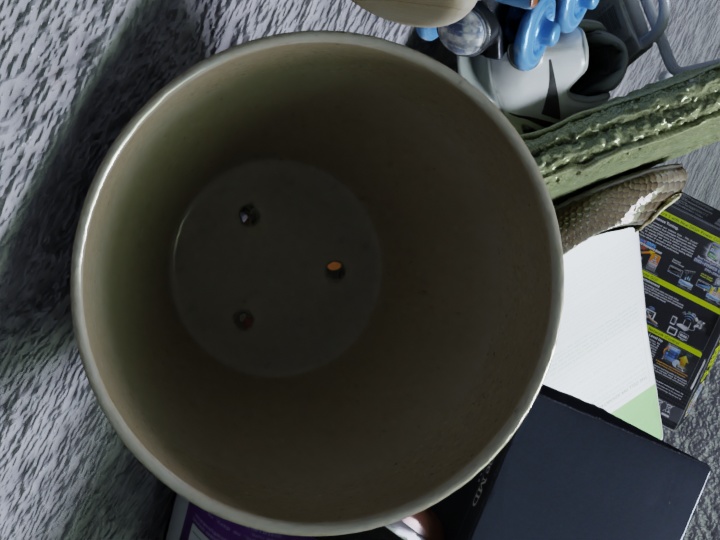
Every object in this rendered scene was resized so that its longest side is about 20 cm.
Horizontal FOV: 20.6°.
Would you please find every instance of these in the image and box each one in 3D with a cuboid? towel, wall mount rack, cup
[{"bbox_3d":[0.157,-0.079,1.174,0.199,0.037,0.148,-22,173,5],"label":"towel"},{"bbox_3d":[0.167,-0.189,1.232,0.074,0.175,0.200,-17,174,-15],"label":"wall mount rack"},{"bbox_3d":[-0.027,0.001,0.855,0.201,0.200,0.143,-62,-169,-2],"label":"cup"}]

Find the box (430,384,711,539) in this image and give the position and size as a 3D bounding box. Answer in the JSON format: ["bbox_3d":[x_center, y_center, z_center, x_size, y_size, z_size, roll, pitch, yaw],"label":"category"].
[{"bbox_3d":[0.073,0.160,1.034,0.182,0.104,0.201,-151,-96,-80],"label":"box"}]

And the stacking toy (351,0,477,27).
[{"bbox_3d":[0.052,-0.214,0.927,0.085,0.085,0.201,87,27,-63],"label":"stacking toy"}]

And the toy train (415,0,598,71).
[{"bbox_3d":[0.094,-0.190,1.078,0.200,0.086,0.115,-48,152,-49],"label":"toy train"}]

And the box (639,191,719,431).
[{"bbox_3d":[0.186,0.004,1.499,0.044,0.199,0.161,-30,144,-64],"label":"box"}]

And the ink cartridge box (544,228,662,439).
[{"bbox_3d":[0.126,0.057,1.304,0.145,0.048,0.201,-30,127,-26],"label":"ink cartridge box"}]

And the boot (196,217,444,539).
[{"bbox_3d":[0.008,0.027,0.992,0.200,0.188,0.069,-52,179,-29],"label":"boot"}]

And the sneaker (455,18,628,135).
[{"bbox_3d":[0.121,-0.113,1.192,0.200,0.088,0.075,-7,91,-75],"label":"sneaker"}]

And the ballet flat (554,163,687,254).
[{"bbox_3d":[0.115,-0.012,1.196,0.199,0.047,0.067,-25,174,-18],"label":"ballet flat"}]

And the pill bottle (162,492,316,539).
[{"bbox_3d":[-0.052,0.140,1.108,0.111,0.111,0.201,-44,157,-49],"label":"pill bottle"}]
